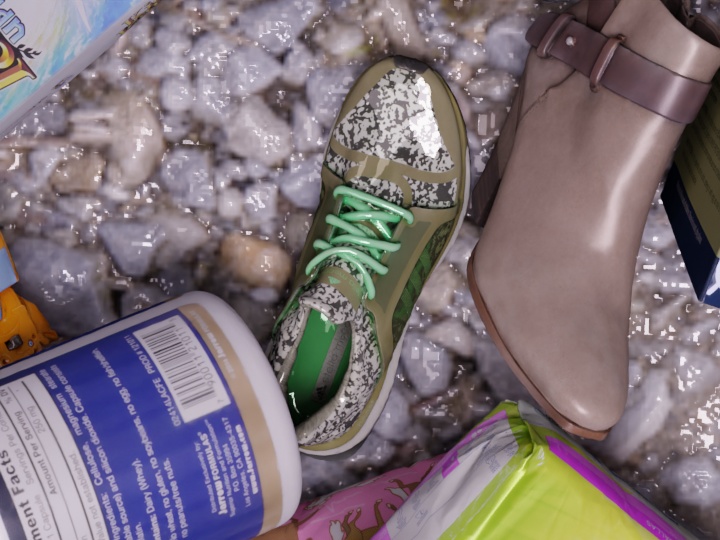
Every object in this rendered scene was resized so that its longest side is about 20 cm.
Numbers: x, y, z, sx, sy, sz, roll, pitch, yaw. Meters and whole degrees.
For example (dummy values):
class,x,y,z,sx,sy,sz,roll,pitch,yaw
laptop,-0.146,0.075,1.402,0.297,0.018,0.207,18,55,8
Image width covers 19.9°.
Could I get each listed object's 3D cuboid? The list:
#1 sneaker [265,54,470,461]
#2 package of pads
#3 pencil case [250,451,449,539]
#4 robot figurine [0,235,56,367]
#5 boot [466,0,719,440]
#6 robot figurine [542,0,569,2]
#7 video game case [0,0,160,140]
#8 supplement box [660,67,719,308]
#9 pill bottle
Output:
class,x,y,z,sx,sy,sz,roll,pitch,yaw
sneaker,0.000,0.000,0.952,0.076,0.089,0.202,16,99,6
package of pads,0.056,0.172,0.887,0.154,0.068,0.200,38,101,-16
pencil case,0.008,0.139,0.966,0.199,0.087,0.083,-18,83,9
robot figurine,-0.235,-0.028,0.977,0.145,0.058,0.201,-28,94,42
boot,0.109,-0.044,0.889,0.070,0.201,0.147,18,123,-29
robot figurine,0.061,-0.217,0.918,0.200,0.058,0.145,42,100,2
video game case,-0.177,-0.190,0.967,0.181,0.045,0.200,-37,92,18
supplement box,0.226,-0.080,0.840,0.133,0.200,0.201,19,104,-1
pill bottle,-0.136,0.095,0.905,0.199,0.116,0.117,-22,93,-21
